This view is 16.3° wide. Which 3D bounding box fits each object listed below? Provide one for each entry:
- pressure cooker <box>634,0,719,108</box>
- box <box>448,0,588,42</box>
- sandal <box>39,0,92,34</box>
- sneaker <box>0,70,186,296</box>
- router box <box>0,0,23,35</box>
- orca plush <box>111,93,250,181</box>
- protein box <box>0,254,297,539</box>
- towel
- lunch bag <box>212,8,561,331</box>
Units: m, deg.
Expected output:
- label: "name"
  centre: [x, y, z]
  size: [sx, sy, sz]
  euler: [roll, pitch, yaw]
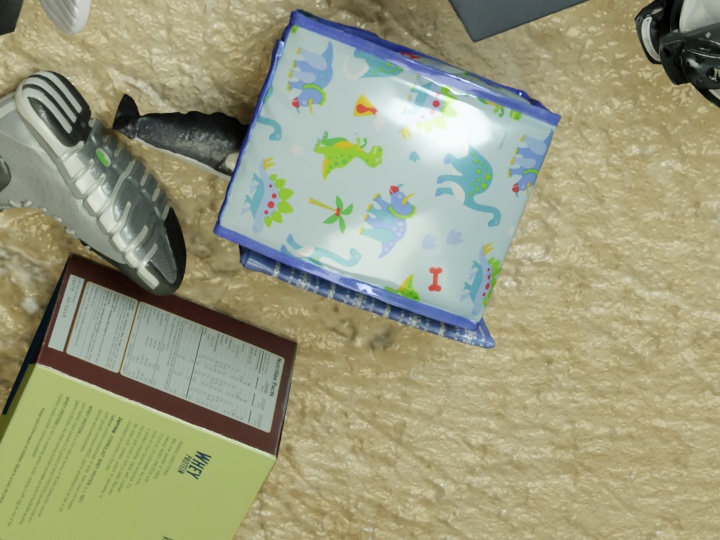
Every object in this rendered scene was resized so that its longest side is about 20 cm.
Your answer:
- label: "pressure cooker"
  centre: [0.277, -0.191, 1.616]
  size: [0.178, 0.201, 0.176]
  euler: [24, 129, -12]
- label: "box"
  centre: [0.140, -0.272, 1.569]
  size: [0.199, 0.199, 0.124]
  euler: [-19, 125, 22]
- label: "sandal"
  centre: [-0.187, -0.264, 1.714]
  size: [0.079, 0.059, 0.208]
  euler: [36, 133, 38]
- label: "sneaker"
  centre: [-0.223, -0.053, 1.904]
  size: [0.115, 0.075, 0.201]
  euler: [-22, 114, 30]
- label: "router box"
  centre: [-0.284, -0.223, 1.684]
  size: [0.051, 0.148, 0.201]
  euler: [53, 142, 22]
- label: "orca plush"
  centre: [-0.081, -0.099, 1.859]
  size: [0.199, 0.072, 0.105]
  euler: [21, 175, 1]
- label: "protein box"
  centre: [-0.181, 0.131, 2.002]
  size: [0.199, 0.135, 0.199]
  euler: [22, 129, -9]
- label: "towel"
  centre: [0.000, 0.000, 1.862]
  size: [0.199, 0.145, 0.024]
  euler: [19, 105, -10]
- label: "lunch bag"
  centre: [0.013, -0.073, 1.769]
  size: [0.199, 0.127, 0.171]
  euler: [18, 98, -17]
